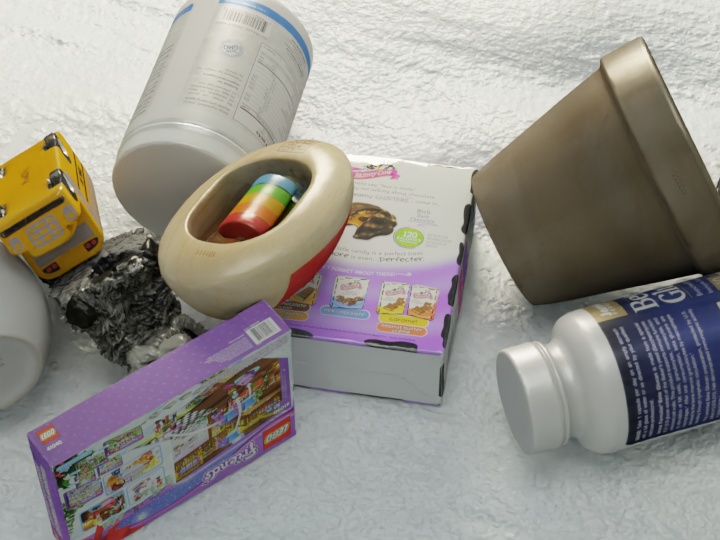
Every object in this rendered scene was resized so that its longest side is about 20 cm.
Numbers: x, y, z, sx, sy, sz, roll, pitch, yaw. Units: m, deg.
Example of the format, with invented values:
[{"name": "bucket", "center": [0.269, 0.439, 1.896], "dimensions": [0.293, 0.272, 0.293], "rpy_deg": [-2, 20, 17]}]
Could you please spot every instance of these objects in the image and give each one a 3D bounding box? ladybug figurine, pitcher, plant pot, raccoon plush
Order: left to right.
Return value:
[{"name": "pitcher", "center": [-0.337, 0.033, 1.384], "dimensions": [0.172, 0.121, 0.200], "rpy_deg": [-37, 47, 3]}, {"name": "raccoon plush", "center": [-0.179, 0.038, 1.408], "dimensions": [0.097, 0.134, 0.200], "rpy_deg": [-34, 23, -7]}, {"name": "ladybug figurine", "center": [-0.073, -0.029, 1.340], "dimensions": [0.136, 0.072, 0.200], "rpy_deg": [7, 40, 31]}, {"name": "plant pot", "center": [0.190, -0.059, 1.396], "dimensions": [0.173, 0.200, 0.200], "rpy_deg": [-27, 50, 11]}]

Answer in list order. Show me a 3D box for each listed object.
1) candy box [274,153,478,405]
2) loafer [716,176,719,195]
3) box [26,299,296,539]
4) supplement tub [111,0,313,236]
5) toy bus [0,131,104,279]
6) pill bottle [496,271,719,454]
[{"name": "candy box", "center": [0.000, 0.000, 1.420], "dimensions": [0.168, 0.072, 0.200], "rpy_deg": [7, 51, 8]}, {"name": "loafer", "center": [0.347, -0.098, 1.494], "dimensions": [0.073, 0.072, 0.200], "rpy_deg": [12, 52, 9]}, {"name": "box", "center": [-0.140, 0.119, 1.279], "dimensions": [0.200, 0.137, 0.039], "rpy_deg": [-29, 56, -22]}, {"name": "supplement tub", "center": [-0.123, -0.134, 1.498], "dimensions": [0.132, 0.132, 0.200], "rpy_deg": [9, 51, 9]}, {"name": "toy bus", "center": [-0.252, -0.053, 1.405], "dimensions": [0.065, 0.078, 0.200], "rpy_deg": [-30, 23, 0]}, {"name": "pill bottle", "center": [0.209, 0.074, 1.325], "dimensions": [0.200, 0.111, 0.111], "rpy_deg": [-14, 51, -11]}]
